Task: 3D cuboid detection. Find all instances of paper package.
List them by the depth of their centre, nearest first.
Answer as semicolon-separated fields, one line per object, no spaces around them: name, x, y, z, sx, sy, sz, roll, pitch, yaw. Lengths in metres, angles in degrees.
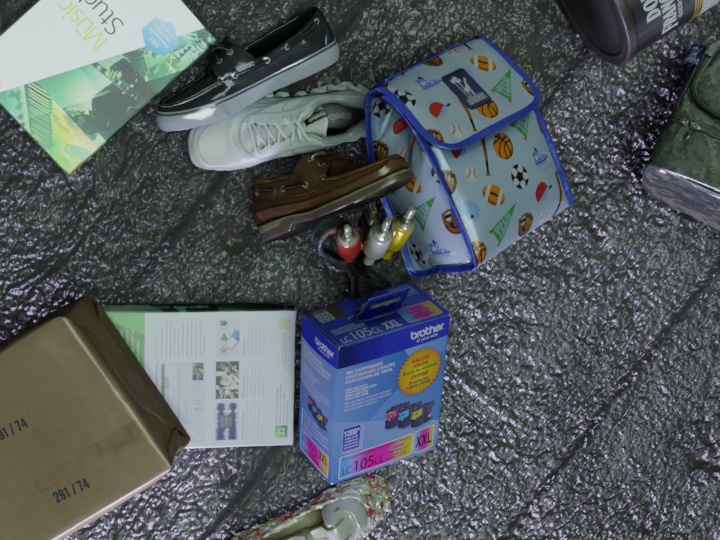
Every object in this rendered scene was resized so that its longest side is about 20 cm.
paper package;-0.298;0.153;1.395;0.200;0.103;0.191;-33;97;8

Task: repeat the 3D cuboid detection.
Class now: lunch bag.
lunch bag;0.102;-0.118;1.449;0.170;0.124;0.200;-31;104;-38
lunch bag;0.408;-0.131;1.516;0.200;0.139;0.168;26;82;14

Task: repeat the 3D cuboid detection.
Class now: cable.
cable;0.000;0.000;1.440;0.097;0.050;0.200;-13;146;-12

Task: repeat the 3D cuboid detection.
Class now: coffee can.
coffee can;0.309;-0.322;1.477;0.200;0.146;0.146;-33;105;-7

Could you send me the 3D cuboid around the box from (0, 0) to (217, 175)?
box;-0.260;-0.210;1.412;0.200;0.036;0.144;-43;106;-3

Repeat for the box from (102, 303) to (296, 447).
box;-0.166;0.107;1.482;0.200;0.036;0.144;0;99;-15

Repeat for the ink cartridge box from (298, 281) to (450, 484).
ink cartridge box;0.012;0.099;1.459;0.136;0.076;0.200;-16;124;-29

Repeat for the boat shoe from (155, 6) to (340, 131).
boat shoe;-0.115;-0.201;1.427;0.200;0.070;0.066;-25;116;-11

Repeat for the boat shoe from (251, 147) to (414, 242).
boat shoe;-0.037;-0.085;1.415;0.072;0.200;0.068;-14;85;-51

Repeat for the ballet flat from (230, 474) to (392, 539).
ballet flat;-0.050;0.280;1.531;0.200;0.064;0.076;-26;104;-9

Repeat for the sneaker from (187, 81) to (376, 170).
sneaker;-0.074;-0.144;1.447;0.200;0.081;0.075;-15;104;-9
